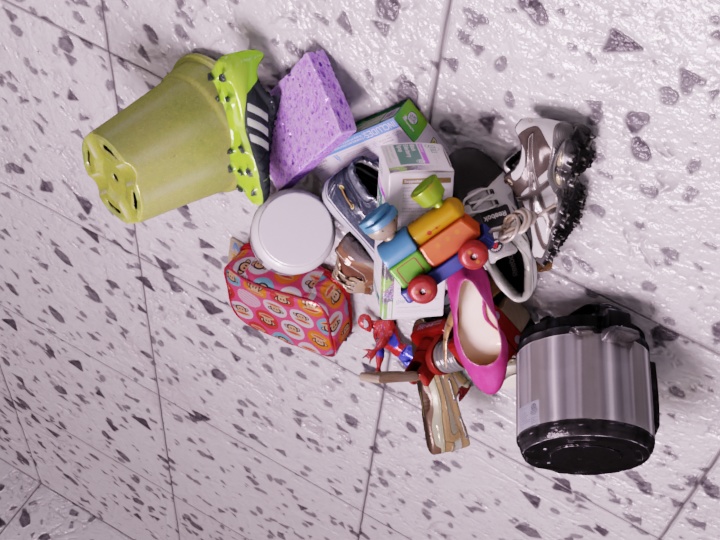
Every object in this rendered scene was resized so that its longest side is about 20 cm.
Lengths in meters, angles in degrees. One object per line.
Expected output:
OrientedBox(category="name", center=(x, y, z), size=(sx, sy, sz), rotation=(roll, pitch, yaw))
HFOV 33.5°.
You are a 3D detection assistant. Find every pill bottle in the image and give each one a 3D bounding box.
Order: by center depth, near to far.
OrientedBox(category="pill bottle", center=(-0.092, -0.051, 1.612), size=(0.114, 0.114, 0.200), rotation=(39, 175, -5))

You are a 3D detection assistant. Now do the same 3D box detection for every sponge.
OrientedBox(category="sponge", center=(-0.079, -0.187, 1.522), size=(0.200, 0.030, 0.112), rotation=(-33, 78, 56))

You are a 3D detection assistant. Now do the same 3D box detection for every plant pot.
OrientedBox(category="plant pot", center=(-0.257, -0.158, 1.579), size=(0.200, 0.184, 0.201), rotation=(35, 143, 31))

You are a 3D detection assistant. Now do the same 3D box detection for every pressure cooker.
OrientedBox(category="pressure cooker", center=(0.282, 0.141, 1.508), size=(0.175, 0.201, 0.179), rotation=(-10, 150, 23))

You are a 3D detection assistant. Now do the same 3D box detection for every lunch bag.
OrientedBox(category="lunch bag", center=(-0.109, 0.056, 1.854), size=(0.200, 0.082, 0.176), rotation=(21, 145, 22))

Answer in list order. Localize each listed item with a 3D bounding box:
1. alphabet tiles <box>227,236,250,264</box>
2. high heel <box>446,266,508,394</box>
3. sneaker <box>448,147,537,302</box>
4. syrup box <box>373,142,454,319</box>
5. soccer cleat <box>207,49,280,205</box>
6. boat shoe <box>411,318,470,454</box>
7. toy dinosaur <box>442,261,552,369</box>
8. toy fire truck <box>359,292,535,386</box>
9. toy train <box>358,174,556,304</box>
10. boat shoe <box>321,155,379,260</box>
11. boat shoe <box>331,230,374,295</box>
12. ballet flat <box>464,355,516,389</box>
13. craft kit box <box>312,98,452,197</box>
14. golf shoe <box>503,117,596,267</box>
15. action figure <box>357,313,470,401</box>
OrientedBox(category="alphabet tiles", center=(-0.145, 0.024, 1.929), size=(0.166, 0.006, 0.200), rotation=(30, 148, 9))
OrientedBox(category="high heel", center=(0.145, 0.076, 1.463), size=(0.067, 0.096, 0.201), rotation=(-4, 111, 8))
OrientedBox(category="sneaker", center=(0.162, -0.053, 1.423), size=(0.074, 0.089, 0.200), rotation=(-27, 104, 11))
OrientedBox(category="syrup box", center=(0.061, -0.047, 1.435), size=(0.081, 0.079, 0.201), rotation=(-3, 121, -8))
OrientedBox(category="soccer cleat", center=(-0.133, -0.180, 1.510), size=(0.067, 0.081, 0.201), rotation=(22, 130, 48))
OrientedBox(category="boat shoe", center=(0.123, 0.166, 1.758), size=(0.072, 0.076, 0.201), rotation=(-158, 60, -83))
OrientedBox(category="toy dinosaur", center=(0.149, 0.021, 1.516), size=(0.060, 0.200, 0.106), rotation=(25, -148, -55))
OrientedBox(category="toy fire truck", center=(0.111, 0.108, 1.610), size=(0.129, 0.200, 0.176), rotation=(47, 147, -19))
OrientedBox(category="toy train", center=(0.104, -0.062, 1.343), size=(0.200, 0.085, 0.116), rotation=(-35, 106, 14))
OrientedBox(category="boat shoe", center=(0.042, -0.056, 1.505), size=(0.200, 0.071, 0.091), rotation=(41, 149, -7))
OrientedBox(category="boat shoe", center=(0.000, 0.000, 1.611), size=(0.076, 0.072, 0.200), rotation=(51, -174, 17))
OrientedBox(category="ballet flat", center=(0.200, 0.139, 1.694), size=(0.074, 0.074, 0.200), rotation=(47, 147, -17))
OrientedBox(category="craft kit box", center=(0.051, -0.109, 1.534), size=(0.200, 0.049, 0.198), rotation=(-14, 121, 51))
OrientedBox(category="golf shoe", center=(0.210, -0.095, 1.377), size=(0.094, 0.078, 0.200), rotation=(25, 136, 22))
OrientedBox(category="action figure", center=(0.062, 0.149, 1.816), size=(0.200, 0.099, 0.065), rotation=(42, 148, -4))
